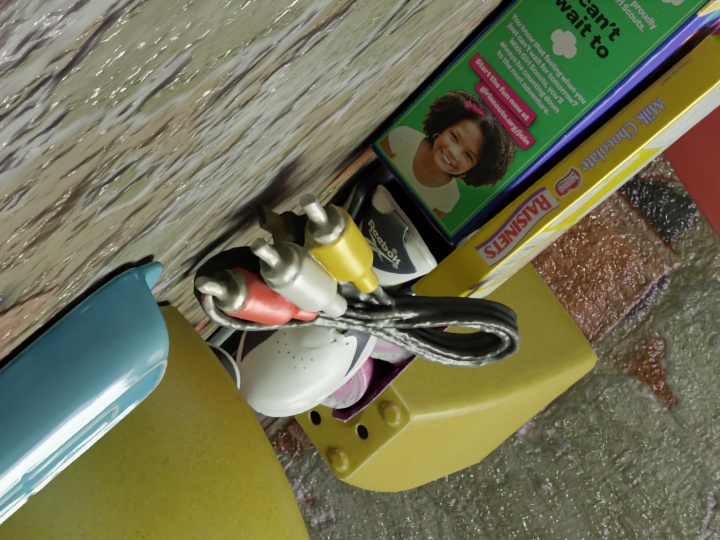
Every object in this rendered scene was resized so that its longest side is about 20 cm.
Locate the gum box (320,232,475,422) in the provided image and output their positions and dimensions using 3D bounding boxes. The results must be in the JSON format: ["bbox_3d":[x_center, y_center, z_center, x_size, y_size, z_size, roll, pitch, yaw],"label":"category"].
[{"bbox_3d":[0.030,0.008,1.471,0.200,0.066,0.114,-45,-166,36],"label":"gum box"}]

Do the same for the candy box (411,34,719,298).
[{"bbox_3d":[0.118,-0.049,1.076,0.200,0.026,0.102,-40,175,18],"label":"candy box"}]

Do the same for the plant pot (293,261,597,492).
[{"bbox_3d":[0.041,0.078,1.794,0.200,0.194,0.196,-24,165,-48],"label":"plant pot"}]

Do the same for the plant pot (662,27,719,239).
[{"bbox_3d":[0.238,-0.143,1.249,0.200,0.177,0.200,-41,176,-4],"label":"plant pot"}]

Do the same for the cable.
[{"bbox_3d":[-0.002,0.024,1.005,0.097,0.050,0.200,-34,138,23],"label":"cable"}]

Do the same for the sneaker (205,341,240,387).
[{"bbox_3d":[-0.129,0.125,1.148,0.200,0.071,0.099,-63,177,-8],"label":"sneaker"}]

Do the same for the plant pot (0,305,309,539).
[{"bbox_3d":[-0.104,0.137,1.004,0.200,0.142,0.200,-49,174,-7],"label":"plant pot"}]

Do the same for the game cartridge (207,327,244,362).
[{"bbox_3d":[-0.056,0.035,1.375,0.200,0.042,0.133,-44,172,28],"label":"game cartridge"}]

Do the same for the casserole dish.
[{"bbox_3d":[-0.146,0.074,0.838,0.200,0.039,0.121,-40,176,-13],"label":"casserole dish"}]

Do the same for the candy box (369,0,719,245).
[{"bbox_3d":[0.122,-0.120,1.086,0.200,0.077,0.169,-46,173,33],"label":"candy box"}]

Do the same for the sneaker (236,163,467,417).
[{"bbox_3d":[0.000,0.000,1.205,0.199,0.080,0.130,-42,175,-5],"label":"sneaker"}]
